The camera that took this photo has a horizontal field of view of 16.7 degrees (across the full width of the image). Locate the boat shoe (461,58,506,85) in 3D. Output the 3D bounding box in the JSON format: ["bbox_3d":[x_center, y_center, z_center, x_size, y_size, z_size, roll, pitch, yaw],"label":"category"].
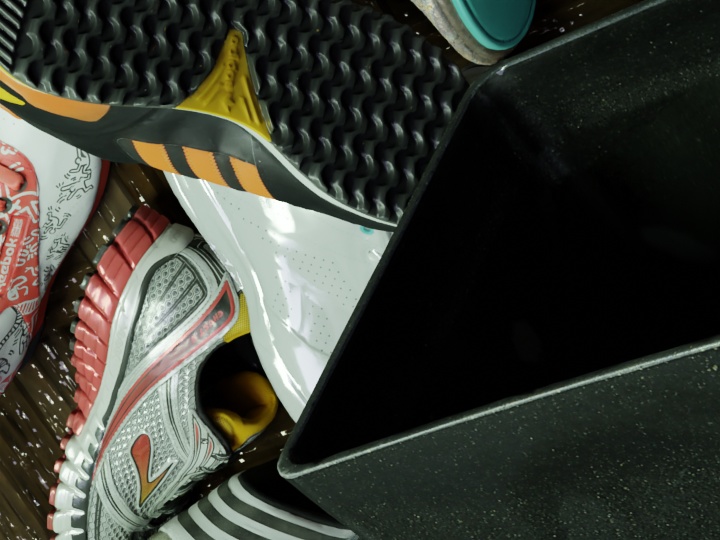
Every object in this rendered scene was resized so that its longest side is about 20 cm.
[{"bbox_3d":[0.049,0.023,0.899,0.074,0.086,0.203,-8,90,37],"label":"boat shoe"}]

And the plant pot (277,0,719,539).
[{"bbox_3d":[0.130,0.030,0.764,0.200,0.200,0.177,-21,120,40],"label":"plant pot"}]

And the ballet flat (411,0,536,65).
[{"bbox_3d":[0.009,-0.167,0.852,0.067,0.068,0.200,-1,109,45],"label":"ballet flat"}]

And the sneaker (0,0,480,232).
[{"bbox_3d":[-0.049,-0.063,0.865,0.200,0.070,0.090,18,168,-23],"label":"sneaker"}]

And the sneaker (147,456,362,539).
[{"bbox_3d":[-0.026,0.153,1.078,0.076,0.115,0.201,49,176,37],"label":"sneaker"}]

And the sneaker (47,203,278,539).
[{"bbox_3d":[-0.082,0.071,1.050,0.082,0.078,0.200,19,129,11],"label":"sneaker"}]

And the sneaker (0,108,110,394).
[{"bbox_3d":[-0.165,-0.003,1.021,0.067,0.108,0.202,28,129,8],"label":"sneaker"}]

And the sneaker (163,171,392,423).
[{"bbox_3d":[0.000,0.000,0.958,0.088,0.075,0.200,-21,108,41],"label":"sneaker"}]
